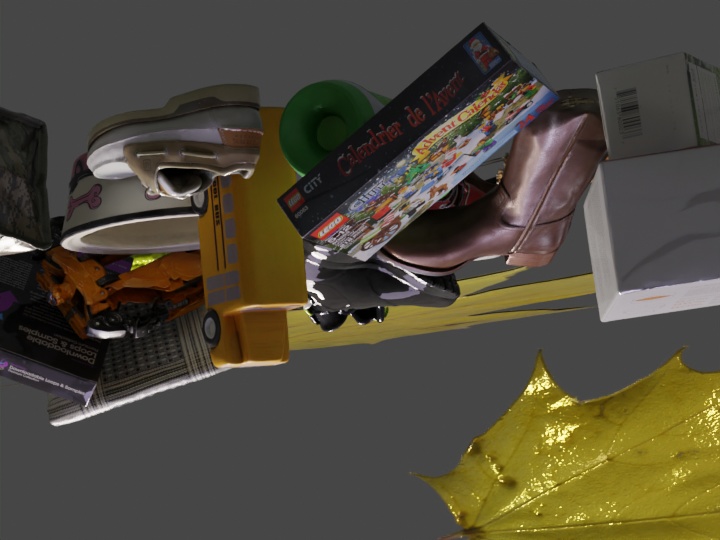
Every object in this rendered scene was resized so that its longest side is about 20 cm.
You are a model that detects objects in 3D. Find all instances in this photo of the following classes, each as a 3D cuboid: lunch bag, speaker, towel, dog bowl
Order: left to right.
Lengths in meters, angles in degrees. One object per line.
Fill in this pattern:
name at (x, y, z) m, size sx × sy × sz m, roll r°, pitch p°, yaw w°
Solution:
lunch bag at (-0.338, -0.068, 1.480) m, size 0.163 × 0.119 × 0.200 m, roll -9°, pitch 166°, yaw 21°
towel at (-0.208, 0.057, 1.947) m, size 0.191 × 0.035 × 0.200 m, roll -18°, pitch -149°, yaw 1°
dog bowl at (-0.164, -0.066, 1.791) m, size 0.198 × 0.075 × 0.200 m, roll -6°, pitch 173°, yaw -1°
speaker at (0.011, -0.099, 1.646) m, size 0.088 × 0.089 × 0.200 m, roll -10°, pitch 172°, yaw 24°

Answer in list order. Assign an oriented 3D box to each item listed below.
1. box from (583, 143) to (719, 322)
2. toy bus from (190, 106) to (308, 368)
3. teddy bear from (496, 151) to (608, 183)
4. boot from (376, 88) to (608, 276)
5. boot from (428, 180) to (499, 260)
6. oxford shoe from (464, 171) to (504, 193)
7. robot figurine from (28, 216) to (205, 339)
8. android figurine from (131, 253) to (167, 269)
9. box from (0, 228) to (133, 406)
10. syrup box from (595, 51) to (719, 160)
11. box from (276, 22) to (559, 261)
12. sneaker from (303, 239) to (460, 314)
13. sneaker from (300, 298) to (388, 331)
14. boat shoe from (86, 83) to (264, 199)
box at (0.267, -0.030, 1.674) m, size 0.151 × 0.107 × 0.200 m, roll -8°, pitch 172°, yaw 1°
toy bus at (-0.088, -0.025, 1.665) m, size 0.065 × 0.202 × 0.078 m, roll -1°, pitch 172°, yaw -34°
teddy bear at (0.190, -0.097, 1.880) m, size 0.144 × 0.067 × 0.200 m, roll -8°, pitch 173°, yaw -6°
boot at (0.117, -0.081, 1.747) m, size 0.185 × 0.065 × 0.201 m, roll -3°, pitch 145°, yaw -21°
boot at (0.082, -0.069, 1.858) m, size 0.199 × 0.073 × 0.144 m, roll 19°, pitch 159°, yaw -26°
oxford shoe at (0.068, -0.064, 1.969) m, size 0.198 × 0.085 × 0.072 m, roll -6°, pitch -173°, yaw -30°
robot figurine at (-0.209, -0.002, 1.902) m, size 0.199 × 0.145 × 0.058 m, roll -24°, pitch 155°, yaw -38°
android figurine at (-0.143, -0.022, 2.117) m, size 0.198 × 0.041 × 0.182 m, roll -8°, pitch 170°, yaw -17°
box at (-0.296, 0.032, 1.905) m, size 0.142 × 0.036 × 0.201 m, roll 20°, pitch -148°, yaw -8°
syrup box at (0.272, -0.121, 1.715) m, size 0.081 × 0.080 × 0.200 m, roll -11°, pitch 171°, yaw 26°
box at (0.045, -0.091, 1.531) m, size 0.200 × 0.038 × 0.136 m, roll -40°, pitch 162°, yaw 12°
sneaker at (0.000, 0.000, 1.829) m, size 0.199 × 0.076 × 0.091 m, roll 18°, pitch 126°, yaw -33°
sneaker at (-0.030, 0.012, 1.893) m, size 0.071 × 0.084 × 0.199 m, roll -13°, pitch 166°, yaw 37°
boat shoe at (-0.151, -0.091, 1.624) m, size 0.074 × 0.069 × 0.199 m, roll 0°, pitch 170°, yaw -39°
